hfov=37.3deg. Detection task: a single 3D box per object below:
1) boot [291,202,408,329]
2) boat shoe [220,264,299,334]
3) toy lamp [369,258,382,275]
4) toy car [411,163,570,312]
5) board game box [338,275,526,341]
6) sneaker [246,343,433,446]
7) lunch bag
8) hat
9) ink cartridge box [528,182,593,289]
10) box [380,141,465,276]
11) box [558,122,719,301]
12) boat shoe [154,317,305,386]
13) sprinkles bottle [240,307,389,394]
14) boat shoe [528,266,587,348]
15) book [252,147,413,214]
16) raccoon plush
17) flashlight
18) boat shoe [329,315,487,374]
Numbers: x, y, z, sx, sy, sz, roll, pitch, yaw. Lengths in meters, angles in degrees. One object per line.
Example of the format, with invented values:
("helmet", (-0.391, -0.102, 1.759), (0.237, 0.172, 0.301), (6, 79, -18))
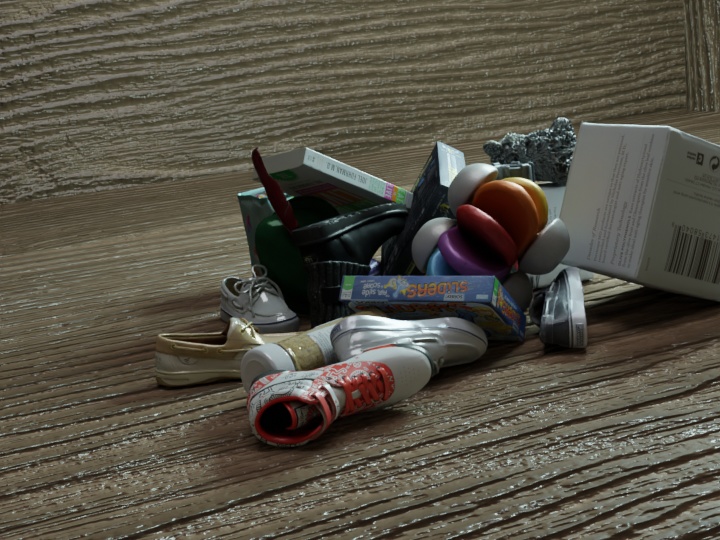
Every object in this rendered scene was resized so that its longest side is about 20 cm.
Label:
("boot", (-0.002, 0.000, 1.457), (0.210, 0.159, 0.079), (-20, 8, -41))
("boat shoe", (-0.148, 0.037, 1.518), (0.074, 0.087, 0.202), (-12, 13, -25))
("toy lamp", (0.038, -0.003, 1.693), (0.058, 0.059, 0.200), (0, 11, 25))
("toy car", (0.158, -0.030, 1.377), (0.175, 0.201, 0.150), (39, 18, 14))
("board game box", (0.091, 0.046, 1.323), (0.199, 0.035, 0.135), (0, -23, 27))
("sneaker", (-0.018, 0.131, 1.093), (0.200, 0.068, 0.108), (-9, 14, -1))
("lunch bag", (-0.082, -0.066, 1.750), (0.199, 0.172, 0.122), (-16, 15, -31))
("hat", (-0.126, -0.037, 1.497), (0.165, 0.201, 0.176), (-25, -14, 28))
("ink cartridge box", (0.242, -0.050, 1.598), (0.198, 0.148, 0.086), (-9, 11, -18))
("box", (0.091, -0.070, 1.572), (0.051, 0.201, 0.158), (23, 27, -11))
("box", (0.396, -0.078, 1.430), (0.198, 0.202, 0.171), (12, 2, -32))
("boat shoe", (-0.154, 0.093, 1.309), (0.198, 0.070, 0.074), (-9, 13, -14))
("sprinkles bottle", (-0.045, 0.098, 1.242), (0.068, 0.069, 0.199), (6, 17, 43))
("boat shoe", (0.248, 0.047, 1.358), (0.067, 0.072, 0.200), (-2, 20, 9))
("book", (-0.039, -0.127, 1.560), (0.199, 0.048, 0.133), (20, -15, -34))
("raccoon plush", (0.254, -0.164, 1.570), (0.133, 0.098, 0.200), (-12, 10, 5))
("flashlight", (0.211, -0.048, 1.477), (0.067, 0.202, 0.068), (-1, 12, 19))
("boat shoe", (0.061, 0.098, 1.222), (0.198, 0.074, 0.066), (1, 47, -23))
